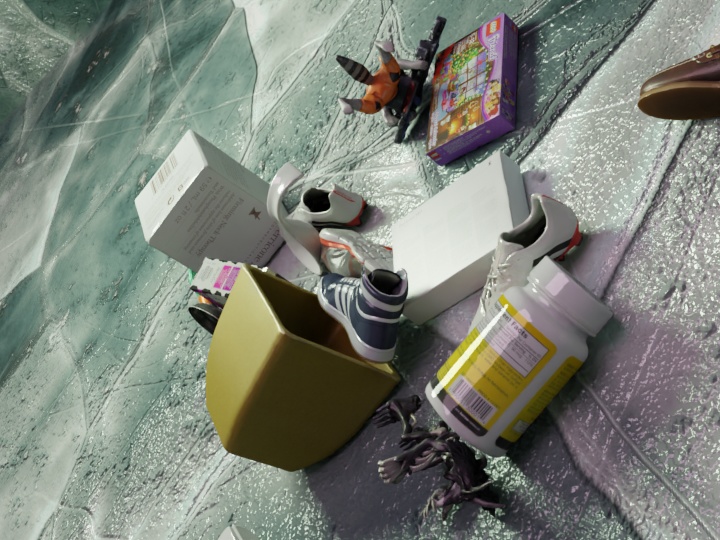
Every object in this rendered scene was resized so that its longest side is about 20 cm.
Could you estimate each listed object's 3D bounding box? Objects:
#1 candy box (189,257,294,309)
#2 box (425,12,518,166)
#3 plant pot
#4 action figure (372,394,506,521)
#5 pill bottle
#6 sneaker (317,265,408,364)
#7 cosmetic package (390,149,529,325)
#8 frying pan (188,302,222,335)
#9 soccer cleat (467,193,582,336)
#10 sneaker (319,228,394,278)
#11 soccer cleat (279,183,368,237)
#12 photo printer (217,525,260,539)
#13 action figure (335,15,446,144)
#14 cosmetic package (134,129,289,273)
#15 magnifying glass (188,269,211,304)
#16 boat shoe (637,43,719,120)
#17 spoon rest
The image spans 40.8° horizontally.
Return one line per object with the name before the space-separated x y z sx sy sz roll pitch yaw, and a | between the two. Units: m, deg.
candy box | -0.156 0.044 1.480 0.199 0.136 0.062 7 66 54
box | 0.163 -0.264 1.409 0.136 0.039 0.202 -24 46 39
plant pot | -0.103 0.146 1.294 0.201 0.193 0.196 -57 33 13
action figure | 0.082 0.218 1.064 0.102 0.119 0.200 -40 24 -4
pill bottle | 0.172 0.091 1.045 0.201 0.114 0.114 -50 34 9
sneaker | 0.004 0.025 1.275 0.200 0.069 0.110 -128 46 -54
cosmetic package | 0.128 -0.041 1.263 0.199 0.051 0.152 -34 43 32
frying pan | -0.204 0.091 1.528 0.189 0.115 0.031 5 54 52
soccer cleat | 0.176 0.004 1.122 0.201 0.085 0.069 -54 34 5
sneaker | 0.000 0.000 1.398 0.200 0.076 0.083 34 116 58
soccer cleat | -0.075 -0.094 1.534 0.199 0.085 0.069 -10 55 48
photo printer | -0.177 0.454 1.238 0.201 0.069 0.166 -56 34 2
action figure | 0.048 -0.305 1.466 0.104 0.193 0.202 26 99 19
cosmetic package | -0.251 -0.098 1.658 0.168 0.199 0.167 -50 33 10
magnifying glass | -0.284 0.030 1.740 0.201 0.022 0.080 -110 31 -45
boat shoe | 0.397 -0.212 1.044 0.198 0.070 0.071 -3 67 41
spoon rest | -0.100 -0.068 1.463 0.060 0.201 0.099 -35 50 -20
